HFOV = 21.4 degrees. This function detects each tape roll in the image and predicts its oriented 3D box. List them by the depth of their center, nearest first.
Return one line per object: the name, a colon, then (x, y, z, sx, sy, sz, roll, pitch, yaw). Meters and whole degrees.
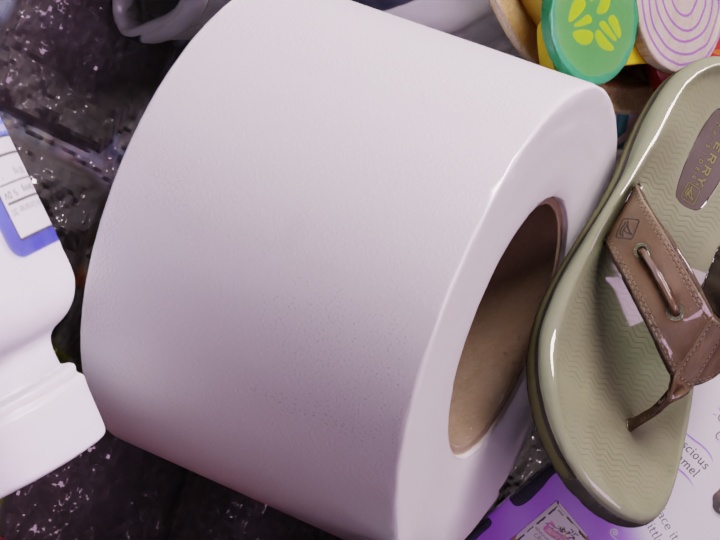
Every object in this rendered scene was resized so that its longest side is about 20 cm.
tape roll: (0.000, 0.000, 0.759, 0.203, 0.139, 0.203, -54, 156, -36)

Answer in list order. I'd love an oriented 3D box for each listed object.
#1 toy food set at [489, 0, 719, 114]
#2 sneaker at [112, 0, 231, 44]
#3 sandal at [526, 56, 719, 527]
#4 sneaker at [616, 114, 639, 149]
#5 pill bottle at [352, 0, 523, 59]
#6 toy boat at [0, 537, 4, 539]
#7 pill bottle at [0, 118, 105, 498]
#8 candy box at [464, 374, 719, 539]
toy food set: (0.120, -0.162, 0.808, 0.199, 0.048, 0.199, -13, 102, -42)
sneaker: (-0.054, -0.151, 0.738, 0.071, 0.200, 0.073, -23, 65, -27)
sandal: (0.124, 0.001, 0.752, 0.080, 0.057, 0.202, 28, 73, -25)
sneaker: (0.119, -0.078, 0.907, 0.093, 0.070, 0.201, 20, 99, -28)
pill bottle: (0.018, -0.166, 0.824, 0.111, 0.111, 0.201, -40, 117, -26)
toy boat: (-0.158, 0.164, 0.719, 0.200, 0.130, 0.131, 47, 68, -30)
pill bottle: (-0.170, -0.014, 0.677, 0.112, 0.112, 0.201, -28, 96, -31)
candy box: (0.160, 0.127, 0.807, 0.200, 0.168, 0.072, -40, 165, 9)
